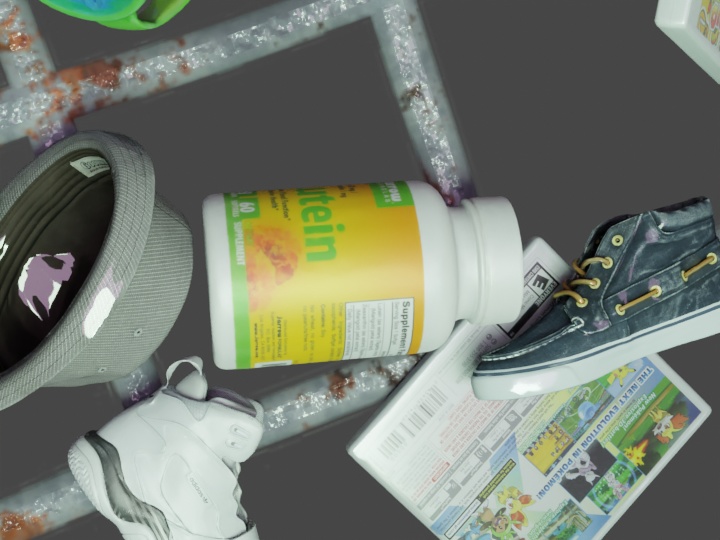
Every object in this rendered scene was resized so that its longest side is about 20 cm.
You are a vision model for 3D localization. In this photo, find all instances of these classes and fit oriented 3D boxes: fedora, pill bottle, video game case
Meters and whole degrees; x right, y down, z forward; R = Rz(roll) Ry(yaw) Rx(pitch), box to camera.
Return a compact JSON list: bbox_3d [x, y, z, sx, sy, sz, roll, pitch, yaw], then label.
[{"bbox_3d":[-0.176,0.011,0.788,0.200,0.178,0.090,-46,133,14],"label":"fedora"},{"bbox_3d":[0.000,0.000,0.816,0.197,0.111,0.113,-5,95,-8],"label":"pill bottle"},{"bbox_3d":[0.120,0.111,0.888,0.182,0.022,0.200,43,87,-9],"label":"video game case"},{"bbox_3d":[0.236,-0.224,0.800,0.023,0.199,0.185,13,93,26],"label":"video game case"}]

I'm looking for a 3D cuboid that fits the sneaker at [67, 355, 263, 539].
[{"bbox_3d":[-0.088,0.155,0.834,0.115,0.075,0.200,-43,96,0],"label":"sneaker"}]

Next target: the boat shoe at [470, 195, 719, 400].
[{"bbox_3d":[0.156,0.018,0.845,0.198,0.071,0.092,-18,95,-14],"label":"boat shoe"}]

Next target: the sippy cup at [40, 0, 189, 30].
[{"bbox_3d":[-0.153,-0.244,0.758,0.138,0.178,0.131,27,60,2],"label":"sippy cup"}]
